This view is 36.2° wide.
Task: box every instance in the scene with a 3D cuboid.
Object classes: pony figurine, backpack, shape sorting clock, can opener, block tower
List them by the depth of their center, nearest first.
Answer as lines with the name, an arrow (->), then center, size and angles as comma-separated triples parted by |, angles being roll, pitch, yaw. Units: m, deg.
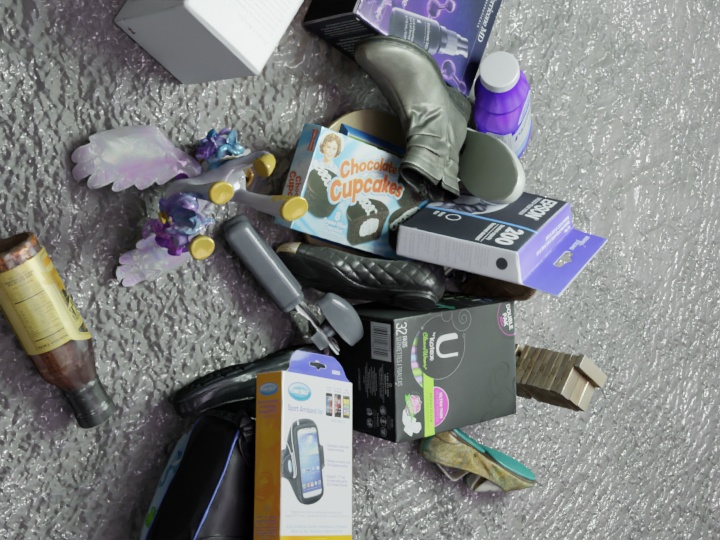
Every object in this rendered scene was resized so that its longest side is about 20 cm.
pony figurine -> -0.171, -0.074, 1.111 | 0.192, 0.200, 0.168 | -24, 115, -18
backpack -> -0.121, 0.263, 1.177 | 0.200, 0.146, 0.184 | 35, 67, -37
can opener -> -0.071, 0.012, 1.238 | 0.067, 0.053, 0.200 | -36, 111, 2
shape sorting clock -> 0.003, -0.092, 1.318 | 0.199, 0.039, 0.202 | -15, 114, -38
block tower -> 0.213, 0.130, 1.399 | 0.054, 0.199, 0.058 | 39, 70, -33

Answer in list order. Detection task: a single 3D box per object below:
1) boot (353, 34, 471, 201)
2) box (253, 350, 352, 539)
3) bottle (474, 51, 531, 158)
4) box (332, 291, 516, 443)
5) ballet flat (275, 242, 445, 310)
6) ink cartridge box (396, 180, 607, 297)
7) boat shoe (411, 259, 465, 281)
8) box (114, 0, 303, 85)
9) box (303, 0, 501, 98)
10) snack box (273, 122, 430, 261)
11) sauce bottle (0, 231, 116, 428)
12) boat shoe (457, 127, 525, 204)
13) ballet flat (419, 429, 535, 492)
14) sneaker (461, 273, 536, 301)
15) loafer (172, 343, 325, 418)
boot -> 0.062, -0.168, 1.246 | 0.200, 0.067, 0.132 | 33, 57, -42
box -> -0.057, 0.186, 1.121 | 0.119, 0.041, 0.202 | 18, 66, -52
bottle -> 0.177, -0.204, 1.368 | 0.200, 0.065, 0.084 | 63, 45, -70
box -> 0.079, 0.111, 1.340 | 0.199, 0.124, 0.150 | -7, 99, -39
ballet flat -> 0.000, 0.000, 1.269 | 0.198, 0.067, 0.057 | 13, 59, -1
ink cartridge box -> 0.171, -0.045, 1.287 | 0.198, 0.199, 0.044 | -37, 138, -55
boat shoe -> 0.110, -0.020, 1.382 | 0.200, 0.074, 0.063 | -41, 136, -39
box -> -0.131, -0.304, 1.126 | 0.106, 0.152, 0.201 | 40, 70, -34
box -> 0.054, -0.309, 1.303 | 0.199, 0.104, 0.149 | 27, 76, -36
snack box -> -0.001, -0.085, 1.264 | 0.199, 0.037, 0.117 | 15, 93, -44
sauce bottle -> -0.301, 0.062, 1.077 | 0.066, 0.066, 0.201 | -36, 117, -31
boat shoe -> 0.150, -0.130, 1.335 | 0.071, 0.201, 0.070 | 21, 104, -35
ballet flat -> 0.151, 0.256, 1.452 | 0.200, 0.070, 0.071 | 34, 73, -36
sneaker -> 0.199, -0.017, 1.382 | 0.071, 0.200, 0.113 | 41, 74, -3
loafer -> -0.115, 0.135, 1.223 | 0.200, 0.068, 0.071 | -15, 92, -40
